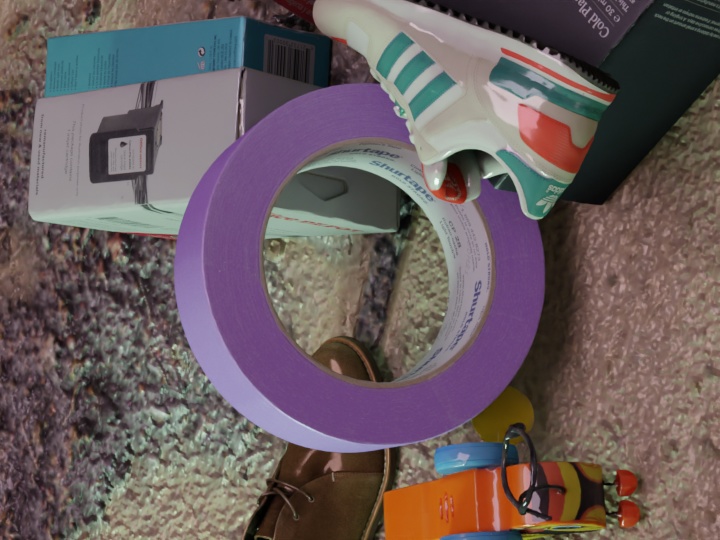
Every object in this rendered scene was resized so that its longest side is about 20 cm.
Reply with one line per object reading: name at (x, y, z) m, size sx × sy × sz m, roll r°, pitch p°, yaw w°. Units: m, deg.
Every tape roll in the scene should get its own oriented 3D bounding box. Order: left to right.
tape roll at (0.000, 0.000, 1.026) m, size 0.066 × 0.200 × 0.200 m, roll 156°, pitch 112°, yaw -70°

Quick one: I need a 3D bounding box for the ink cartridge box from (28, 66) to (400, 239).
ink cartridge box at (-0.091, -0.068, 1.165) m, size 0.200 × 0.145 × 0.084 m, roll -3°, pitch 82°, yaw 42°

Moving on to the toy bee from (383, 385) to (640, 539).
toy bee at (0.095, 0.137, 1.021) m, size 0.200 × 0.109 × 0.131 m, roll -161°, pitch 76°, yaw -68°

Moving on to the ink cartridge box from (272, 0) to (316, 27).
ink cartridge box at (-0.038, -0.283, 1.111) m, size 0.200 × 0.145 × 0.145 m, roll -50°, pitch 56°, yaw 12°

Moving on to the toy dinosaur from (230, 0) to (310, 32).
toy dinosaur at (-0.051, -0.210, 1.211) m, size 0.200 × 0.047 × 0.088 m, roll 31°, pitch 100°, yaw 36°

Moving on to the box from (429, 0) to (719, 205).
box at (0.109, -0.172, 1.019) m, size 0.182 × 0.104 × 0.200 m, roll -49°, pitch 56°, yaw 27°

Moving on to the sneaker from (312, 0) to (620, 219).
sneaker at (0.038, -0.089, 0.959) m, size 0.200 × 0.070 × 0.094 m, roll 26°, pitch 98°, yaw 38°

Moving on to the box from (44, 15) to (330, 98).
box at (-0.120, -0.134, 1.240) m, size 0.200 × 0.082 × 0.049 m, roll 1°, pitch 86°, yaw 43°

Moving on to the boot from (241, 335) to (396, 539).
boot at (-0.030, 0.139, 1.140) m, size 0.074 × 0.075 × 0.200 m, roll 6°, pitch 89°, yaw 44°
